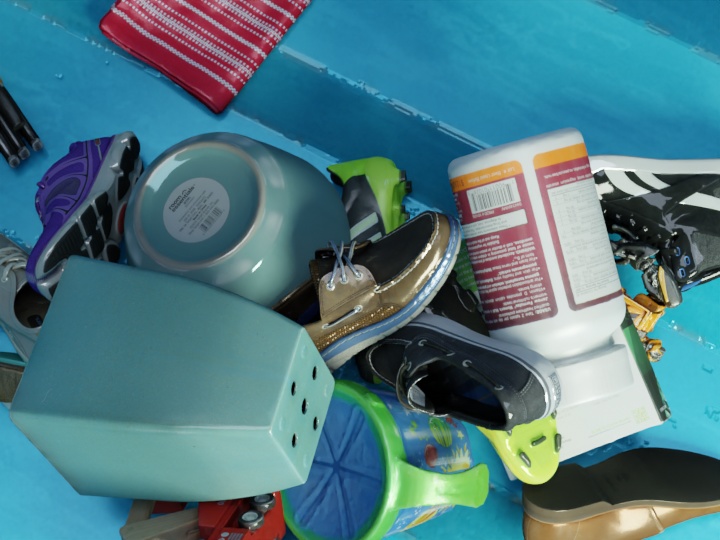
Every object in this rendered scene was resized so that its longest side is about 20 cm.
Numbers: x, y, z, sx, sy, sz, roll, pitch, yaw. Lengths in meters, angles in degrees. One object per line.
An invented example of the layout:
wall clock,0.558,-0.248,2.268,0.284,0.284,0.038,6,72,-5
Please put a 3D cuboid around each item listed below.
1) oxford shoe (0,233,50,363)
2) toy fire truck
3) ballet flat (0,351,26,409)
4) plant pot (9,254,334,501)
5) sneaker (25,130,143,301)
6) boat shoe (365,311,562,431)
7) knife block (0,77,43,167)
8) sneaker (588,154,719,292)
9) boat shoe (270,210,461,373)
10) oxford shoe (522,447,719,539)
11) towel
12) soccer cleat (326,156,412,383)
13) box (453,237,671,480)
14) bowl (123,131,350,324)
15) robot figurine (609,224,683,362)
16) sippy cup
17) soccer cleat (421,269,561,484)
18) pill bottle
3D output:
oxford shoe,-0.294,0.008,1.482,0.075,0.058,0.200,-26,51,-29
toy fire truck,-0.135,0.203,1.377,0.139,0.200,0.049,1,115,19
ballet flat,-0.238,0.106,1.486,0.197,0.068,0.073,3,92,-3
plant pot,-0.132,0.092,1.343,0.198,0.142,0.143,6,61,22
sneaker,-0.243,-0.042,1.488,0.082,0.081,0.201,0,35,13
boat shoe,0.063,0.084,1.348,0.066,0.199,0.071,-27,119,-35
knife block,-0.354,-0.187,1.557,0.173,0.064,0.202,9,75,3
sneaker,0.239,-0.036,1.502,0.197,0.073,0.113,-2,74,-1
boat shoe,-0.008,0.017,1.388,0.200,0.072,0.073,-42,34,21
oxford shoe,0.223,0.195,1.455,0.197,0.072,0.072,-5,32,-12
towel,-0.125,-0.254,1.592,0.144,0.023,0.201,35,79,8
soccer cleat,0.000,0.000,1.508,0.080,0.068,0.202,-2,69,12
box,0.149,0.053,1.441,0.143,0.036,0.202,-23,89,25
bowl,-0.116,-0.034,1.465,0.198,0.105,0.203,-6,65,13
robot figurine,0.167,0.016,1.477,0.199,0.058,0.146,36,111,15
sippy cup,0.018,0.153,1.417,0.178,0.129,0.140,51,123,31
soccer cleat,0.091,0.086,1.430,0.064,0.084,0.201,-32,85,-35
pill bottle,0.141,0.000,1.356,0.108,0.110,0.202,-14,91,-3
